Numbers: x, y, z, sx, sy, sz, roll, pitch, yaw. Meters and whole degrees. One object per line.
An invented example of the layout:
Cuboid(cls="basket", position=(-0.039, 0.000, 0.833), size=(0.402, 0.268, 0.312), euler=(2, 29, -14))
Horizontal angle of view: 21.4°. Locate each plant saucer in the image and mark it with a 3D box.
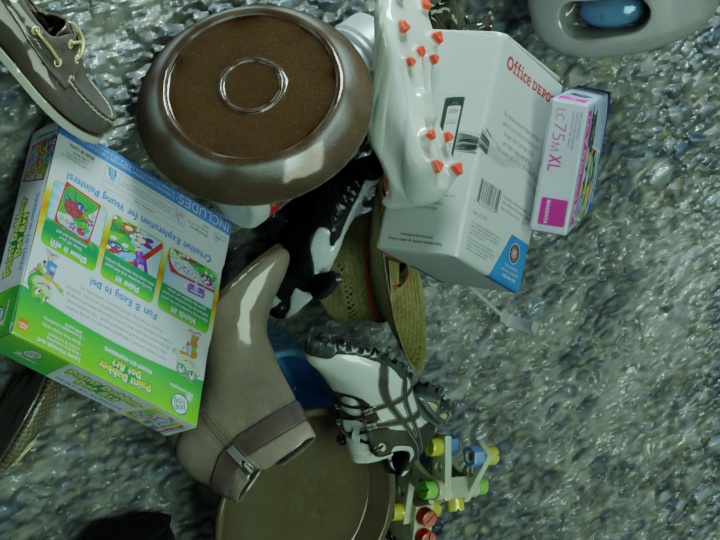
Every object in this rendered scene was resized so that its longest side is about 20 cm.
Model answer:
Cuboid(cls="plant saucer", position=(-0.054, 0.219, 1.758), size=(0.199, 0.029, 0.201), euler=(-11, 110, -33))
Cuboid(cls="plant saucer", position=(-0.089, -0.146, 1.580), size=(0.200, 0.200, 0.032), euler=(-44, 157, -18))

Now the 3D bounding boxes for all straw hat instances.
Cuboid(cls="straw hat", position=(0.000, 0.000, 1.749), size=(0.085, 0.201, 0.202), euler=(-8, 116, 10))

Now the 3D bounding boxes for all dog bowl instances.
Cuboid(cls="dog bowl", position=(-0.065, 0.143, 1.776), size=(0.111, 0.049, 0.201), euler=(-41, 124, -20))

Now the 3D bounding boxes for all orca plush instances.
Cuboid(cls="orca plush", position=(-0.050, -0.036, 1.681), size=(0.071, 0.200, 0.106), euler=(14, 52, -30))

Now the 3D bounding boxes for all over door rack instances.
Cuboid(cls="over door rack", position=(0.127, -0.038, 1.851), size=(0.200, 0.066, 0.148), euler=(32, 77, -52))

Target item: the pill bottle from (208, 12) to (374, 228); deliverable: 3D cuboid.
Cuboid(cls="pill bottle", position=(-0.054, -0.136, 1.659), size=(0.200, 0.111, 0.111), euler=(-39, 124, -21))

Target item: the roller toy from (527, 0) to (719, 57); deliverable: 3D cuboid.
Cuboid(cls="roller toy", position=(0.242, -0.283, 1.790), size=(0.182, 0.200, 0.140), euler=(-23, 118, -18))

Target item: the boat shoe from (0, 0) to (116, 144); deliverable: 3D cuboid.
Cuboid(cls="boat shoe", position=(-0.256, -0.181, 1.513), size=(0.059, 0.072, 0.200), euler=(-38, 122, 8))

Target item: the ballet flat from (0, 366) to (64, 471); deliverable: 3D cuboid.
Cuboid(cls="ballet flat", position=(-0.254, 0.083, 1.609), size=(0.046, 0.067, 0.201), euler=(33, 77, -31))

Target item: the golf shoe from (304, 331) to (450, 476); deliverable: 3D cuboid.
Cuboid(cls="golf shoe", position=(0.009, 0.123, 1.703), size=(0.200, 0.078, 0.095), euler=(37, 74, -46))

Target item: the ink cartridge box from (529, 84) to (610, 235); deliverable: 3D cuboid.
Cuboid(cls="ink cartridge box", position=(0.197, -0.106, 1.765), size=(0.200, 0.042, 0.120), euler=(-39, 139, -75))

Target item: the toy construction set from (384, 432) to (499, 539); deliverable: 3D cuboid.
Cuboid(cls="toy construction set", position=(0.060, 0.244, 1.847), size=(0.092, 0.131, 0.201), euler=(16, 95, -38))

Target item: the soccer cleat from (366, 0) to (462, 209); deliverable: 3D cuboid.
Cuboid(cls="soccer cleat", position=(0.031, -0.150, 1.612), size=(0.069, 0.077, 0.201), euler=(10, 65, -49))

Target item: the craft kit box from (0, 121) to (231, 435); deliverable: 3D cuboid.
Cuboid(cls="craft kit box", position=(-0.203, 0.008, 1.576), size=(0.200, 0.048, 0.198), euler=(32, 51, -37))

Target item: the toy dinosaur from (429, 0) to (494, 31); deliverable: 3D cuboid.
Cuboid(cls="toy dinosaur", position=(0.059, -0.207, 1.758), size=(0.102, 0.077, 0.201), euler=(14, 101, -27))

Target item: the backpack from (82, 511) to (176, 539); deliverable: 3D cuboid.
Cuboid(cls="backpack", position=(-0.200, 0.333, 1.682), size=(0.126, 0.167, 0.201), euler=(-3, 110, -16))

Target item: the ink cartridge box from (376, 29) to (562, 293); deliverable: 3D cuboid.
Cuboid(cls="ink cartridge box", position=(0.099, -0.096, 1.686), size=(0.146, 0.084, 0.201), euler=(27, 73, -59))

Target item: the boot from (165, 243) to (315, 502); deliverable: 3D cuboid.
Cuboid(cls="boot", position=(-0.092, 0.096, 1.666), size=(0.200, 0.146, 0.070), euler=(-47, 164, 12))
